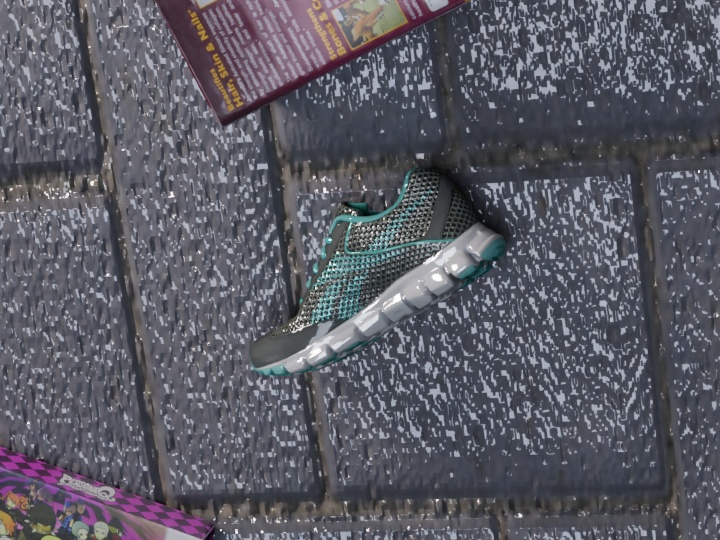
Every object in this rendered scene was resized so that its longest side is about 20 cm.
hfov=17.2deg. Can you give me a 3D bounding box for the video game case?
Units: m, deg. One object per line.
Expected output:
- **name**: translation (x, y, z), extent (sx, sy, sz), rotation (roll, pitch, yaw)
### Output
- **video game case**: translation (-0.221, 0.237, 1.758), extent (0.198, 0.036, 0.183), rotation (19, 111, 8)

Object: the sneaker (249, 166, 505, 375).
- **sneaker**: translation (0.000, 0.000, 1.607), extent (0.199, 0.078, 0.092), rotation (-32, 83, 19)

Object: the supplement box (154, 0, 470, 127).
- **supplement box**: translation (-0.024, -0.191, 1.527), extent (0.199, 0.086, 0.111), rotation (-25, 101, 21)
